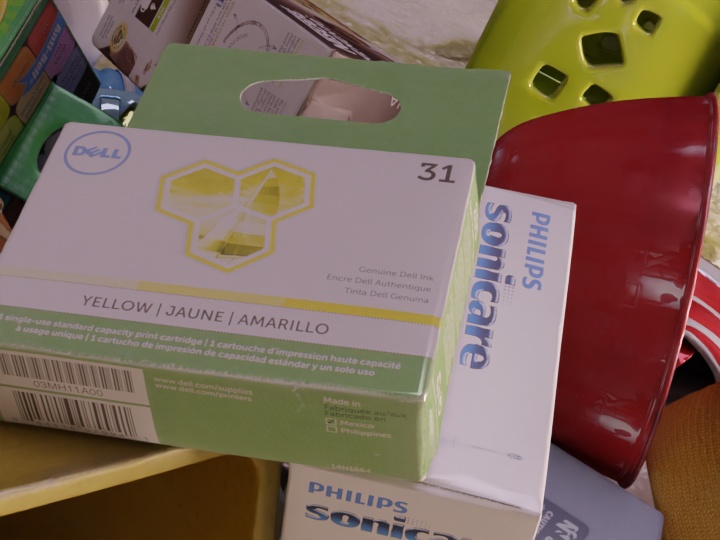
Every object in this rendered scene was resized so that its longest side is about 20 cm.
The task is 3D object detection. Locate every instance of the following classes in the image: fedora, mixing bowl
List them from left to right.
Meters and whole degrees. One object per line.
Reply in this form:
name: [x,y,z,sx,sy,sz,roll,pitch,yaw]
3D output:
mixing bowl: [0.102,0.000,0.808,0.108,0.201,0.200,12,34,4]
fedora: [0.189,0.111,0.801,0.081,0.201,0.201,-16,27,21]

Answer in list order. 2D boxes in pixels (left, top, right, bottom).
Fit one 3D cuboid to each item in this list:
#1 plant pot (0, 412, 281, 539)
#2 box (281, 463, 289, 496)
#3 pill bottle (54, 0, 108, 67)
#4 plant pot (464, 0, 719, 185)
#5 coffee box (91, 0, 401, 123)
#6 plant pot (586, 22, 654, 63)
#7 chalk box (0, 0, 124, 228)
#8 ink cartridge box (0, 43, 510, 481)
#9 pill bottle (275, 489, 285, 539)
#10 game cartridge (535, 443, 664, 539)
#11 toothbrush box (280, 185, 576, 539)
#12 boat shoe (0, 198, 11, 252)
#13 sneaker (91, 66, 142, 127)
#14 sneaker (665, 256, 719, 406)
plant pot: [-0.168,0.113,0.582,0.195,0.195,0.200,-11,30,-35]
box: [0.045,0.080,0.857,0.121,0.033,0.200,23,33,8]
pill bottle: [-0.226,-0.196,1.041,0.112,0.114,0.200,5,29,-18]
plant pot: [0.187,-0.146,1.102,0.181,0.200,0.200,30,35,6]
coffee box: [-0.040,-0.094,0.828,0.113,0.080,0.200,21,14,-40]
plant pot: [0.273,-0.241,1.271,0.199,0.191,0.200,12,34,-8]
chalk box: [-0.225,-0.095,0.857,0.199,0.124,0.125,25,76,12]
ink cartridge box: [-0.030,-0.027,0.551,0.145,0.048,0.201,6,48,10]
pill bottle: [-0.099,0.056,0.752,0.111,0.112,0.200,0,38,-24]
game cartridge: [0.045,0.153,0.715,0.133,0.041,0.200,30,49,23]
toothbrush box: [0.019,0.084,0.614,0.085,0.201,0.147,12,47,2]
boat shoe: [-0.180,-0.021,0.677,0.075,0.074,0.200,-9,-2,-7]
sneaker: [-0.118,-0.058,0.938,0.130,0.080,0.200,-4,30,-32]
sneaker: [0.149,0.016,0.958,0.199,0.071,0.112,31,33,16]
